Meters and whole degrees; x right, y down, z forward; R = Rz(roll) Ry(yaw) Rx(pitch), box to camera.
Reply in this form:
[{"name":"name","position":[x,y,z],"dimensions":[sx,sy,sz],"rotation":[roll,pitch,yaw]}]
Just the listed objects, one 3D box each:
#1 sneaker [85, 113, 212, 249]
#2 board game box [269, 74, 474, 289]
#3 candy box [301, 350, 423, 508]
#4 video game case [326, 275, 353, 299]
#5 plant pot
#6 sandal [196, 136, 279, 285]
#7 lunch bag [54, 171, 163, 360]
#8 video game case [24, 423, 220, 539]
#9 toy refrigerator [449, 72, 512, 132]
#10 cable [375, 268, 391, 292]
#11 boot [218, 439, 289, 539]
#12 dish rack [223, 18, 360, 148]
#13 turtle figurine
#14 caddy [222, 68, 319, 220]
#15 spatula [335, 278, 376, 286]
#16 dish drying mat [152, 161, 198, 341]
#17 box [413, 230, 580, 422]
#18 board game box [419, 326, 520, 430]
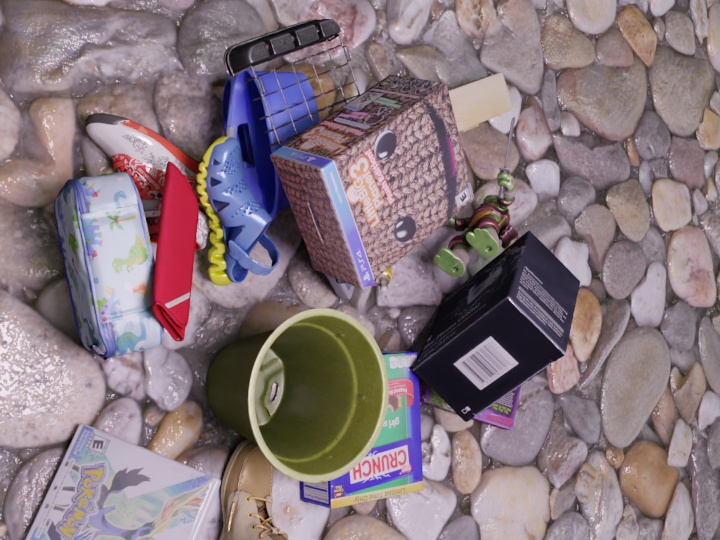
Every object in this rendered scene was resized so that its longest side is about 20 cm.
[{"name":"sneaker","position":[-0.256,-0.101,1.079],"dimensions":[0.201,0.067,0.109],"rotation":[30,68,-35]},{"name":"board game box","position":[0.020,-0.108,1.034],"dimensions":[0.200,0.096,0.161],"rotation":[-38,126,-26]},{"name":"candy box","position":[0.002,0.219,1.251],"dimensions":[0.168,0.077,0.203],"rotation":[-1,90,-38]},{"name":"video game case","position":[-0.011,-0.074,1.201],"dimensions":[0.200,0.022,0.184],"rotation":[65,40,-70]},{"name":"plant pot","position":[-0.098,0.149,1.109],"dimensions":[0.198,0.189,0.203],"rotation":[2,86,-36]},{"name":"sandal","position":[-0.145,-0.069,1.086],"dimensions":[0.080,0.086,0.202],"rotation":[-54,147,-49]},{"name":"lunch bag","position":[-0.285,-0.003,0.997],"dimensions":[0.082,0.160,0.202],"rotation":[-12,95,-25]},{"name":"video game case","position":[-0.280,0.300,1.003],"dimensions":[0.181,0.022,0.202],"rotation":[20,72,6]},{"name":"toy refrigerator","position":[0.141,-0.245,1.379],"dimensions":[0.199,0.076,0.071],"rotation":[-25,103,-36]},{"name":"cable","position":[0.026,-0.054,1.211],"dimensions":[0.050,0.200,0.098],"rotation":[-15,112,8]},{"name":"boot","position":[-0.118,0.320,1.107],"dimensions":[0.072,0.155,0.202],"rotation":[18,77,-34]},{"name":"dish rack","position":[-0.061,-0.193,1.062],"dimensions":[0.153,0.054,0.202],"rotation":[-28,105,-31]},{"name":"turtle figurine","position":[0.161,-0.097,1.329],"dimensions":[0.194,0.142,0.202],"rotation":[-64,148,-52]},{"name":"caddy","position":[-0.122,-0.162,1.133],"dimensions":[0.104,0.141,0.202],"rotation":[-12,95,-30]},{"name":"spatula","position":[0.000,0.000,1.199],"dimensions":[0.200,0.020,0.057],"rotation":[-17,122,-75]},{"name":"dish drying mat","position":[-0.206,-0.024,0.993],"dimensions":[0.077,0.018,0.202],"rotation":[65,18,-51]},{"name":"box","position":[0.199,0.079,1.280],"dimensions":[0.117,0.196,0.200],"rotation":[43,34,-7]},{"name":"board game box","position":[0.180,0.175,1.417],"dimensions":[0.199,0.032,0.121],"rotation":[23,70,-33]}]
